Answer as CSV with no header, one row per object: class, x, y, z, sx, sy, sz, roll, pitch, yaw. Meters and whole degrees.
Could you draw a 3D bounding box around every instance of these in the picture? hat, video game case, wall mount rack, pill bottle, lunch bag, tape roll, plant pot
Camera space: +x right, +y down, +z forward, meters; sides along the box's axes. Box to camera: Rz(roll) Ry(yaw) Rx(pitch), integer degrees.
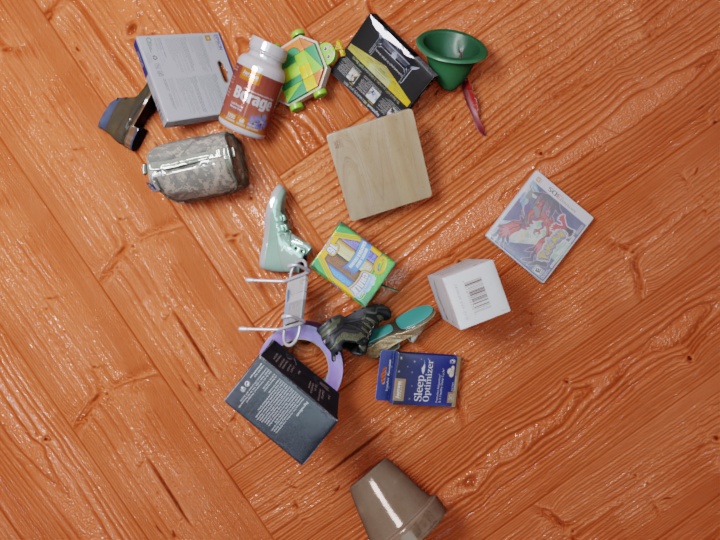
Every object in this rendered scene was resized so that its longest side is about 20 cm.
hat,0.206,-0.444,1.255,0.163,0.177,0.201,-8,47,-13
video game case,0.428,-0.104,1.268,0.182,0.023,0.201,38,90,-1
wall mount rack,-0.183,0.065,1.156,0.074,0.173,0.203,24,59,-39
pill bottle,-0.235,-0.407,1.181,0.111,0.112,0.202,23,106,-1
lunch bag,-0.361,-0.232,1.176,0.197,0.168,0.141,-12,91,-1
tape roll,-0.138,0.221,1.231,0.197,0.085,0.203,0,90,-2
plant pot,0.067,0.533,1.200,0.200,0.200,0.175,-39,75,0

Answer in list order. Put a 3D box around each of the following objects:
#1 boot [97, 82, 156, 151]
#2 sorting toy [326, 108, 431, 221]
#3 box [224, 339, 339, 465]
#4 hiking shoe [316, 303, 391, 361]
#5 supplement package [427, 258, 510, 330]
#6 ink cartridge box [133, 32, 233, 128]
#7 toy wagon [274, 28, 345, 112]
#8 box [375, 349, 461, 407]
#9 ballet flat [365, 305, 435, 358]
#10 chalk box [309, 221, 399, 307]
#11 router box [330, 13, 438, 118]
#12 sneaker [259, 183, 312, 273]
boot,-0.526,-0.388,1.217,0.096,0.075,0.202,26,92,-4
sorting toy,0.042,-0.243,1.210,0.196,0.070,0.202,-17,112,0
box,-0.152,0.262,1.091,0.199,0.197,0.118,39,90,-2
hiking shoe,-0.004,0.143,1.204,0.198,0.076,0.102,-15,77,-34
supplement package,0.234,0.048,1.177,0.116,0.200,0.118,-21,91,-1
ink cartridge box,-0.387,-0.440,1.214,0.198,0.043,0.199,-21,91,-35
toy wagon,-0.128,-0.468,1.211,0.198,0.040,0.157,-21,91,24
box,0.137,0.253,1.238,0.197,0.032,0.123,6,91,-16
ballet flat,0.092,0.149,1.253,0.198,0.071,0.066,-24,119,2
chalk box,0.000,0.000,1.210,0.199,0.125,0.124,37,90,0
router box,0.052,-0.449,1.205,0.200,0.052,0.157,44,120,-2
sneaker,-0.162,-0.093,1.228,0.117,0.074,0.203,10,100,5
